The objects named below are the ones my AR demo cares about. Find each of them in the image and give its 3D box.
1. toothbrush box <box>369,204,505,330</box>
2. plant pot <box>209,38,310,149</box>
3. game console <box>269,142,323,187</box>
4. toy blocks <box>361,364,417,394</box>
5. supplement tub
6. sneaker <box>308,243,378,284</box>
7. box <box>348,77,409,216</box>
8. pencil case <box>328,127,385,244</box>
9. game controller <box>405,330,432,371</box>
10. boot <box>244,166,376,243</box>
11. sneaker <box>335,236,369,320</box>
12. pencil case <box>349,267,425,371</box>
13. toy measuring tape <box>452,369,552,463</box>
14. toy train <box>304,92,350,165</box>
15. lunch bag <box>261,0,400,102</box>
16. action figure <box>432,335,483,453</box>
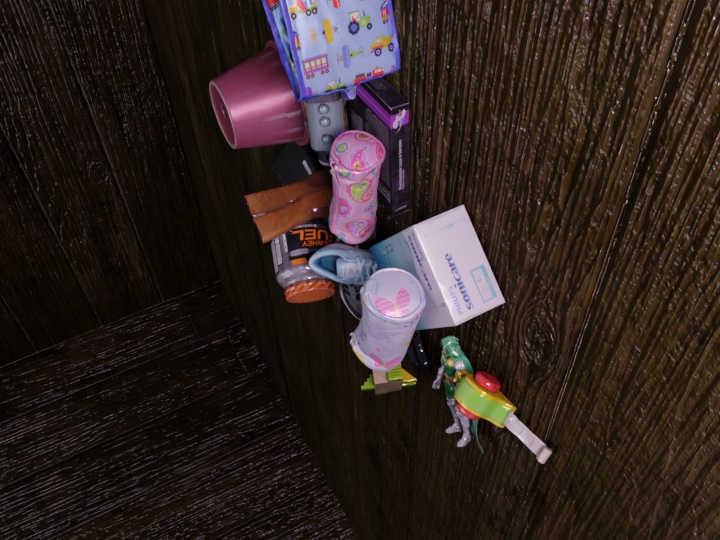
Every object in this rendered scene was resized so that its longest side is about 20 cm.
[{"bbox_3d":[0.104,0.003,1.006,0.147,0.085,0.200,67,163,1],"label":"toothbrush box"},{"bbox_3d":[-0.172,-0.313,1.281,0.200,0.179,0.200,56,161,32],"label":"plant pot"},{"bbox_3d":[-0.102,-0.177,1.509,0.176,0.116,0.200,-46,66,39],"label":"game console"},{"bbox_3d":[0.043,0.148,1.280,0.200,0.100,0.137,83,179,-73],"label":"toy blocks"},{"bbox_3d":[-0.112,-0.045,1.352,0.123,0.122,0.201,124,137,-70],"label":"supplement tub"},{"bbox_3d":[0.000,0.000,1.185,0.200,0.082,0.074,6,109,32],"label":"sneaker"},{"bbox_3d":[0.027,-0.201,1.067,0.143,0.036,0.200,54,157,39],"label":"box"},{"bbox_3d":[-0.011,-0.126,1.077,0.088,0.087,0.200,59,163,26],"label":"pencil case"},{"bbox_3d":[0.084,0.086,1.266,0.104,0.042,0.200,-121,13,-74],"label":"game controller"},{"bbox_3d":[-0.089,-0.098,1.260,0.189,0.200,0.069,60,159,21],"label":"boot"},{"bbox_3d":[-0.002,0.024,1.328,0.114,0.075,0.201,-113,12,-65],"label":"sneaker"},{"bbox_3d":[0.037,0.074,1.008,0.091,0.083,0.200,26,152,7],"label":"pencil case"},{"bbox_3d":[0.192,0.205,1.011,0.200,0.073,0.074,46,153,51],"label":"toy measuring tape"},{"bbox_3d":[-0.056,-0.265,1.097,0.114,0.085,0.200,-88,-4,-49],"label":"toy train"},{"bbox_3d":[-0.034,-0.322,0.903,0.094,0.150,0.200,29,138,64],"label":"lunch bag"},{"bbox_3d":[0.157,0.193,1.146,0.118,0.055,0.201,-139,35,-60],"label":"action figure"}]
